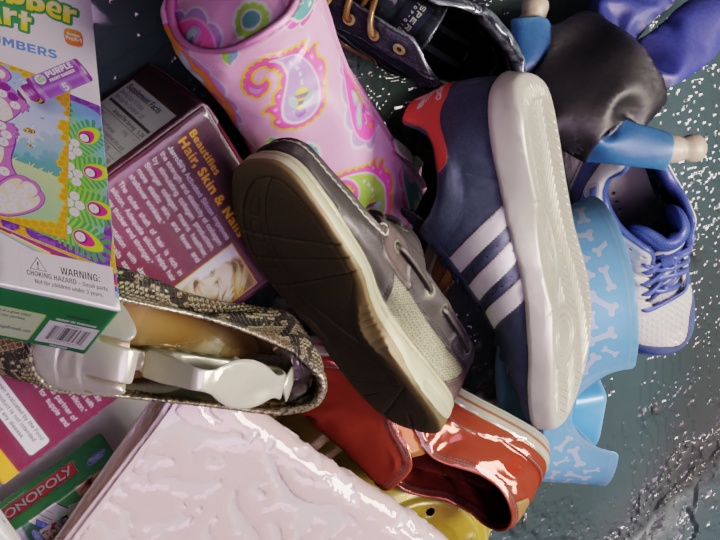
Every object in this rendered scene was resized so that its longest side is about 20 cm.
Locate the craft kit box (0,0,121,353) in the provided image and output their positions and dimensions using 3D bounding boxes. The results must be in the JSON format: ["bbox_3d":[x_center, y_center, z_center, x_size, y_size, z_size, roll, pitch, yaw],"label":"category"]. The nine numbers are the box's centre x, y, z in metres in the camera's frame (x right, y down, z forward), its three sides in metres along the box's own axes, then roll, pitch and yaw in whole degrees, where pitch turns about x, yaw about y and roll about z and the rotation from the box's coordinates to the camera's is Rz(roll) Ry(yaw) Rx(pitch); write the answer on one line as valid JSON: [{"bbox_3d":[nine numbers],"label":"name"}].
[{"bbox_3d":[-0.214,-0.070,0.867,0.199,0.198,0.049,12,138,-32],"label":"craft kit box"}]

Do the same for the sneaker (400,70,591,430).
[{"bbox_3d":[0.070,-0.009,1.008,0.075,0.084,0.201,-41,125,-58],"label":"sneaker"}]

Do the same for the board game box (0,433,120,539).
[{"bbox_3d":[-0.156,0.203,1.082,0.134,0.029,0.200,-34,129,-9],"label":"board game box"}]

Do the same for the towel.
[{"bbox_3d":[-0.077,0.176,1.051,0.200,0.032,0.191,35,97,-26],"label":"towel"}]

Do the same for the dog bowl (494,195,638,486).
[{"bbox_3d":[0.119,0.048,1.122,0.049,0.112,0.201,-8,135,-10],"label":"dog bowl"}]

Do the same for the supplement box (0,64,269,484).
[{"bbox_3d":[-0.149,-0.001,0.986,0.200,0.086,0.111,-37,123,-9],"label":"supplement box"}]

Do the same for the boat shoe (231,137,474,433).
[{"bbox_3d":[0.001,0.000,0.985,0.066,0.072,0.201,-55,130,-31],"label":"boat shoe"}]

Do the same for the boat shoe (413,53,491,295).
[{"bbox_3d":[0.055,-0.023,1.094,0.068,0.072,0.201,23,98,-32],"label":"boat shoe"}]

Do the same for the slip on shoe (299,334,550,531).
[{"bbox_3d":[0.017,0.091,1.068,0.199,0.074,0.061,26,58,-15],"label":"slip on shoe"}]

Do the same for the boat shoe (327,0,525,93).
[{"bbox_3d":[0.003,-0.153,1.000,0.200,0.091,0.071,25,97,-33],"label":"boat shoe"}]

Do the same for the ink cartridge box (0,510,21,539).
[{"bbox_3d":[-0.243,0.096,0.911,0.087,0.145,0.201,-34,105,-11],"label":"ink cartridge box"}]

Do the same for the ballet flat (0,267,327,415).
[{"bbox_3d":[-0.102,0.040,0.931,0.199,0.075,0.068,10,107,-31],"label":"ballet flat"}]

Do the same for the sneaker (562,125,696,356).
[{"bbox_3d":[0.170,-0.015,1.150,0.075,0.088,0.200,-37,124,-12],"label":"sneaker"}]

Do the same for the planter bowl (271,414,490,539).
[{"bbox_3d":[0.016,0.163,1.144,0.199,0.083,0.202,-11,115,-25],"label":"planter bowl"}]

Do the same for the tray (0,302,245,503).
[{"bbox_3d":[-0.140,0.087,1.062,0.200,0.022,0.108,-38,130,-9],"label":"tray"}]

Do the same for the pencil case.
[{"bbox_3d":[-0.029,-0.085,0.989,0.087,0.087,0.200,-41,139,-7],"label":"pencil case"}]

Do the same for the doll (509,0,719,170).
[{"bbox_3d":[0.148,-0.113,1.070,0.137,0.048,0.200,46,63,5],"label":"doll"}]
